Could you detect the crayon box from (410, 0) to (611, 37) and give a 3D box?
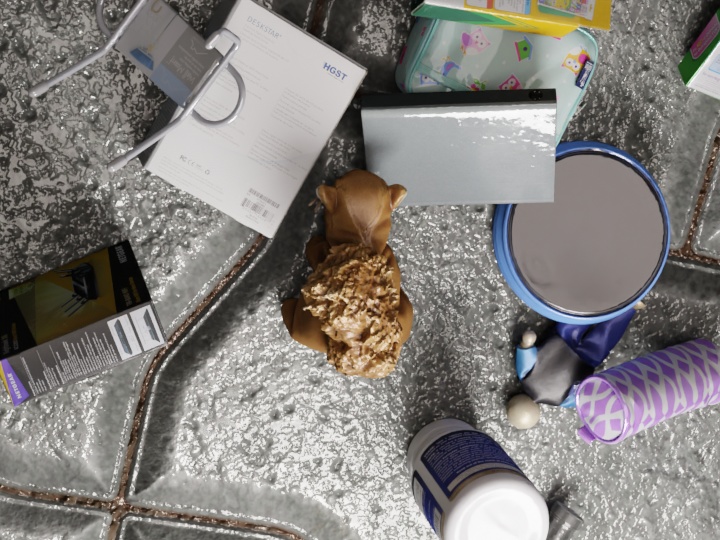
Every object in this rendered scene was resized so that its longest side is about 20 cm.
[{"bbox_3d":[0.154,-0.308,1.516,0.198,0.052,0.127,6,84,-15],"label":"crayon box"}]

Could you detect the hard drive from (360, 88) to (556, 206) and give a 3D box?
[{"bbox_3d":[0.103,-0.126,1.569,0.198,0.033,0.140,-1,137,5],"label":"hard drive"}]

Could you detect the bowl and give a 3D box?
[{"bbox_3d":[0.245,-0.042,1.658,0.198,0.039,0.203,0,92,-5],"label":"bowl"}]

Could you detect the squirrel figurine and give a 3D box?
[{"bbox_3d":[0.000,0.000,1.546,0.140,0.200,0.188,4,116,-8],"label":"squirrel figurine"}]

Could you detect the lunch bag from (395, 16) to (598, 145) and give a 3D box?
[{"bbox_3d":[0.145,-0.211,1.593,0.199,0.077,0.162,23,97,-18],"label":"lunch bag"}]

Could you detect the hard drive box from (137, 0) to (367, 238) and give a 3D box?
[{"bbox_3d":[-0.112,-0.161,1.542,0.155,0.077,0.201,29,96,-19],"label":"hard drive box"}]

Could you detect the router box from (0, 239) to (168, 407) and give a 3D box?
[{"bbox_3d":[-0.281,0.047,1.488,0.156,0.200,0.053,-23,112,-8],"label":"router box"}]

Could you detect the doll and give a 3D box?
[{"bbox_3d":[0.239,0.100,1.714,0.136,0.048,0.200,40,92,-19],"label":"doll"}]

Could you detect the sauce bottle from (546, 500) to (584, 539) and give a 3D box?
[{"bbox_3d":[0.186,0.360,1.762,0.066,0.066,0.201,33,92,-20],"label":"sauce bottle"}]

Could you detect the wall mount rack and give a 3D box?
[{"bbox_3d":[-0.215,-0.195,1.460,0.200,0.074,0.174,42,99,17],"label":"wall mount rack"}]

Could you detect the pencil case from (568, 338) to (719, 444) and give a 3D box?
[{"bbox_3d":[0.330,0.138,1.698,0.199,0.084,0.086,-14,133,-34],"label":"pencil case"}]

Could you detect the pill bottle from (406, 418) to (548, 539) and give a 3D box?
[{"bbox_3d":[0.120,0.240,1.640,0.115,0.200,0.117,-4,107,-13],"label":"pill bottle"}]

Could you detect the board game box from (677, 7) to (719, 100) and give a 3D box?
[{"bbox_3d":[0.462,-0.261,1.631,0.152,0.041,0.201,18,127,-21],"label":"board game box"}]
